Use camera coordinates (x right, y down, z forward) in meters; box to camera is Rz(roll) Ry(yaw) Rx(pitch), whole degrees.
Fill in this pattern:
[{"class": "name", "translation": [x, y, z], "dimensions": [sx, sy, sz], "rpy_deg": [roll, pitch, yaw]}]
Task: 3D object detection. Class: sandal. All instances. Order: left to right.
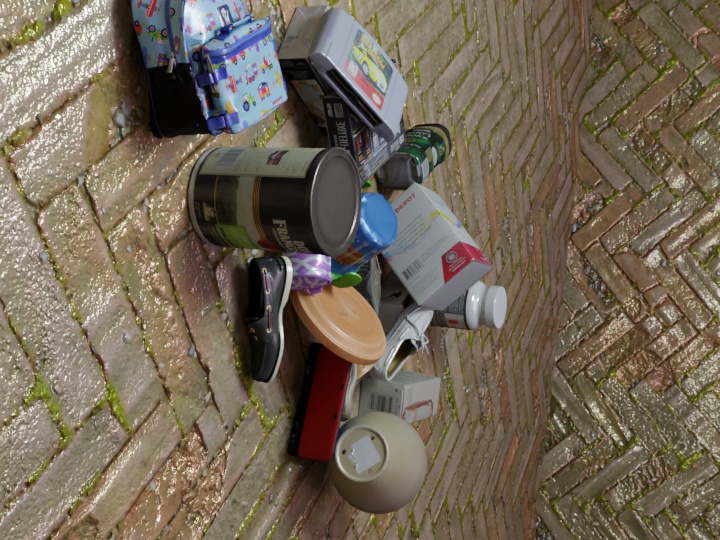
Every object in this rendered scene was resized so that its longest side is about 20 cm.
[{"class": "sandal", "translation": [-0.004, 0.186, 1.542], "dimensions": [0.080, 0.054, 0.202], "rpy_deg": [110, -10, -65]}]

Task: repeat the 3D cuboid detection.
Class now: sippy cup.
[{"class": "sippy cup", "translation": [-0.011, -0.068, 1.403], "dimensions": [0.139, 0.130, 0.179], "rpy_deg": [-16, 84, -48]}]

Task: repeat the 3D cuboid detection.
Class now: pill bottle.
[{"class": "pill bottle", "translation": [0.224, 0.075, 1.877], "dimensions": [0.116, 0.198, 0.118], "rpy_deg": [-20, 112, -61]}]

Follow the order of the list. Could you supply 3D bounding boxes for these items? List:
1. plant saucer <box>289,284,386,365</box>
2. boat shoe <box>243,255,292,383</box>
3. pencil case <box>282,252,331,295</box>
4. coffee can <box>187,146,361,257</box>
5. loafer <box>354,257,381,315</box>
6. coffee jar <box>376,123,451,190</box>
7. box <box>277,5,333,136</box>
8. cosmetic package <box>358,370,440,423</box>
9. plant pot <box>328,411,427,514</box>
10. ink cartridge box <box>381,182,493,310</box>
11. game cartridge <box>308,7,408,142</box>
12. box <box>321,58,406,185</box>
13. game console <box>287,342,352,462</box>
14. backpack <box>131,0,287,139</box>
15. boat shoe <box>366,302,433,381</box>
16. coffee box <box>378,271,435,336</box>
[{"class": "plant saucer", "translation": [-0.032, 0.072, 1.394], "dimensions": [0.032, 0.201, 0.200], "rpy_deg": [-47, 165, 23]}, {"class": "boat shoe", "translation": [-0.152, 0.076, 1.272], "dimensions": [0.063, 0.074, 0.203], "rpy_deg": [0, 104, -33]}, {"class": "pencil case", "translation": [-0.083, -0.064, 1.324], "dimensions": [0.085, 0.083, 0.202], "rpy_deg": [33, 53, -62]}, {"class": "coffee can", "translation": [-0.117, -0.099, 1.152], "dimensions": [0.146, 0.198, 0.148], "rpy_deg": [-18, 111, -61]}, {"class": "loafer", "translation": [0.000, 0.000, 1.569], "dimensions": [0.070, 0.075, 0.201], "rpy_deg": [-66, 155, -56]}, {"class": "coffee jar", "translation": [0.114, -0.239, 1.709], "dimensions": [0.200, 0.103, 0.086], "rpy_deg": [-47, 131, -53]}, {"class": "box", "translation": [-0.058, -0.332, 1.390], "dimensions": [0.200, 0.060, 0.117], "rpy_deg": [55, 47, -53]}, {"class": "cosmetic package", "translation": [0.085, 0.267, 1.740], "dimensions": [0.200, 0.103, 0.088], "rpy_deg": [4, 93, -62]}, {"class": "plant pot", "translation": [0.019, 0.332, 1.465], "dimensions": [0.200, 0.186, 0.189], "rpy_deg": [63, 38, -71]}, {"class": "ink cartridge box", "translation": [0.136, -0.046, 1.640], "dimensions": [0.201, 0.145, 0.144], "rpy_deg": [56, 17, 20]}, {"class": "game cartridge", "translation": [0.003, -0.317, 1.323], "dimensions": [0.200, 0.041, 0.134], "rpy_deg": [43, 42, -32]}, {"class": "box", "translation": [0.012, -0.257, 1.422], "dimensions": [0.200, 0.049, 0.159], "rpy_deg": [-50, 138, -48]}, {"class": "game console", "translation": [-0.045, 0.236, 1.449], "dimensions": [0.172, 0.118, 0.202], "rpy_deg": [37, 62, -59]}, {"class": "backpack", "translation": [-0.194, -0.285, 1.044], "dimensions": [0.183, 0.133, 0.202], "rpy_deg": [-45, 131, -54]}, {"class": "boat shoe", "translation": [0.097, 0.140, 1.609], "dimensions": [0.202, 0.086, 0.075], "rpy_deg": [-43, 131, -30]}, {"class": "coffee box", "translation": [0.095, 0.069, 1.749], "dimensions": [0.200, 0.079, 0.114], "rpy_deg": [-47, 134, -51]}]
